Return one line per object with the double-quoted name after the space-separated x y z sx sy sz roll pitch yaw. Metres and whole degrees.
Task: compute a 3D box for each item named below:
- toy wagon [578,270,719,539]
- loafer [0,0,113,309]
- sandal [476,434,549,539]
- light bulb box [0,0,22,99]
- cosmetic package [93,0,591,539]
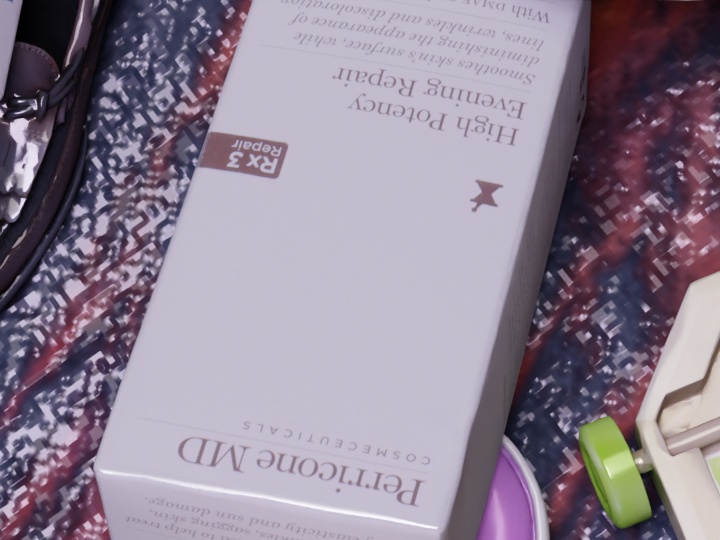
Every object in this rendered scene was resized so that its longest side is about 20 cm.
0.161 0.083 0.817 0.155 0.040 0.201 -22 71 -2 "toy wagon"
-0.112 -0.079 0.888 0.072 0.063 0.201 17 73 11 "loafer"
-0.014 0.128 0.811 0.082 0.050 0.203 33 79 15 "sandal"
-0.222 -0.141 0.824 0.197 0.200 0.125 0 69 26 "light bulb box"
0.000 0.000 0.822 0.101 0.074 0.201 9 56 9 "cosmetic package"
